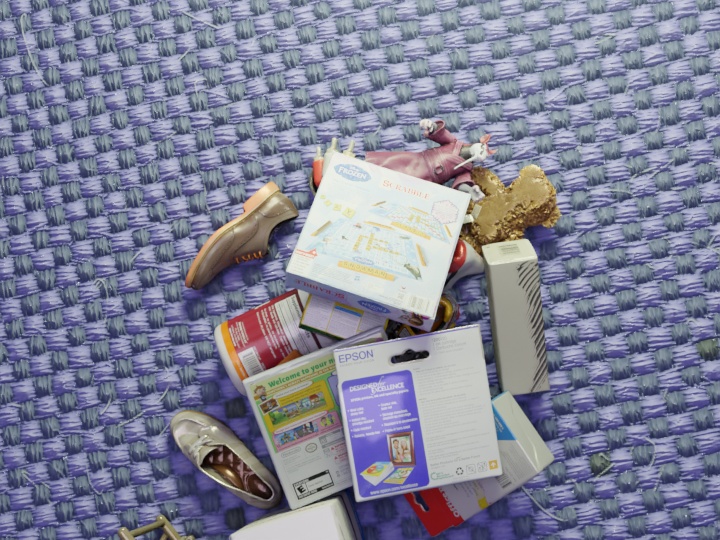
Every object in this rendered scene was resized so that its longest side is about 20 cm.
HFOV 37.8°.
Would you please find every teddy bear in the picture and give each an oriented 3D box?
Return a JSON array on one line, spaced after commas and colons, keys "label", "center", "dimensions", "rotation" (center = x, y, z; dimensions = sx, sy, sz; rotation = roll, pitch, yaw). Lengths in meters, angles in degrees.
[{"label": "teddy bear", "center": [0.189, -0.075, 1.524], "dimensions": [0.200, 0.067, 0.145], "rotation": [-43, 72, 5]}]

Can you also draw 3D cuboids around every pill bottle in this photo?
[{"label": "pill bottle", "center": [-0.098, 0.090, 1.496], "dimensions": [0.199, 0.113, 0.113], "rotation": [-25, 81, 1]}]

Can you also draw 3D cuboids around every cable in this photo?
[{"label": "cable", "center": [-0.051, -0.090, 1.522], "dimensions": [0.097, 0.050, 0.201], "rotation": [-6, 70, 42]}]

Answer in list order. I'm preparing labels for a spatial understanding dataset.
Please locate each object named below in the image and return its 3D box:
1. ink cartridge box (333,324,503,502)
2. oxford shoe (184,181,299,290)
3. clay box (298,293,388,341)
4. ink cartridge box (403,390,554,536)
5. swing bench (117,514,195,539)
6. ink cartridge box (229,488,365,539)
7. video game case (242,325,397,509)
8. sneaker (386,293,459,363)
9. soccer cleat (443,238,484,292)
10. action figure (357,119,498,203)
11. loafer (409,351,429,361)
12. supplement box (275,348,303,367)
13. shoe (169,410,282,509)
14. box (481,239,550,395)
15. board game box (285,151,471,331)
[{"label": "ink cartridge box", "center": [0.073, 0.182, 1.359], "dimensions": [0.197, 0.043, 0.201], "rotation": [-9, 93, -6]}, {"label": "oxford shoe", "center": [-0.175, -0.037, 1.542], "dimensions": [0.073, 0.071, 0.200], "rotation": [44, 88, 4]}, {"label": "clay box", "center": [0.000, 0.000, 1.436], "dimensions": [0.114, 0.048, 0.201], "rotation": [19, 77, -2]}, {"label": "ink cartridge box", "center": [0.151, 0.269, 1.450], "dimensions": [0.200, 0.067, 0.116], "rotation": [-39, 79, 29]}, {"label": "swing bench", "center": [-0.248, 0.445, 1.420], "dimensions": [0.199, 0.199, 0.130], "rotation": [31, 86, 8]}, {"label": "ink cartridge box", "center": [-0.080, 0.361, 1.415], "dimensions": [0.145, 0.200, 0.085], "rotation": [-18, 82, 2]}, {"label": "video game case", "center": [-0.031, 0.193, 1.382], "dimensions": [0.199, 0.022, 0.183], "rotation": [-21, 94, -5]}, {"label": "sneaker", "center": [0.053, 0.097, 1.497], "dimensions": [0.200, 0.082, 0.078], "rotation": [-41, 81, 0]}, {"label": "soccer cleat", "center": [0.084, 0.010, 1.496], "dimensions": [0.200, 0.085, 0.069], "rotation": [-25, 55, 35]}, {"label": "action figure", "center": [0.103, -0.139, 1.504], "dimensions": [0.199, 0.149, 0.135], "rotation": [-19, 85, -5]}, {"label": "loafer", "center": [0.089, 0.175, 1.454], "dimensions": [0.200, 0.070, 0.075], "rotation": [-50, 47, -4]}, {"label": "supplement box", "center": [-0.043, 0.203, 1.454], "dimensions": [0.067, 0.069, 0.200], "rotation": [-42, 113, -2]}, {"label": "shoe", "center": [-0.194, 0.270, 1.511], "dimensions": [0.200, 0.053, 0.070], "rotation": [36, 87, 8]}, {"label": "box", "center": [0.214, 0.065, 1.447], "dimensions": [0.068, 0.082, 0.201], "rotation": [-9, 111, 2]}, {"label": "board game box", "center": [0.025, -0.041, 1.379], "dimensions": [0.199, 0.041, 0.200], "rotation": [18, 61, 3]}]
